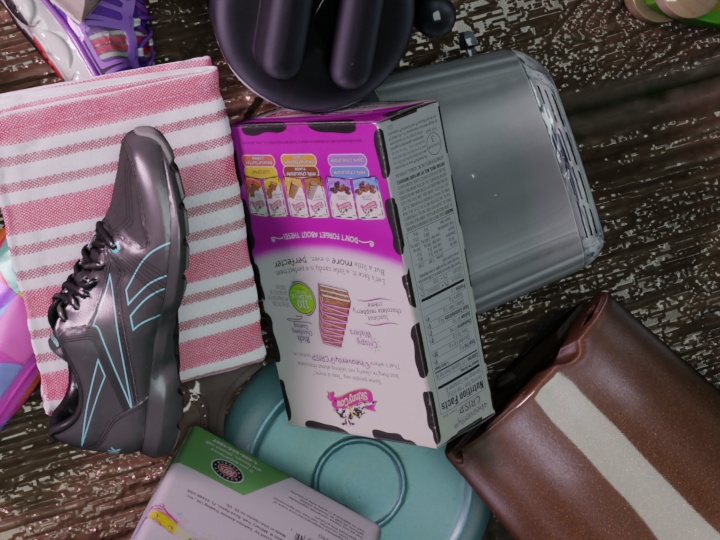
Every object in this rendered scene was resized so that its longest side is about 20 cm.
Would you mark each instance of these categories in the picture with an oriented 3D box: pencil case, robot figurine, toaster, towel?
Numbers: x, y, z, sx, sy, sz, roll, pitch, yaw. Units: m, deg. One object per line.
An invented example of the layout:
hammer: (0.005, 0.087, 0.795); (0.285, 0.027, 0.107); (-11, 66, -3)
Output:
pencil case: (-0.236, 0.047, 1.022); (0.088, 0.088, 0.200); (38, 91, -8)
robot figurine: (-0.034, -0.172, 0.978); (0.125, 0.200, 0.150); (-41, 111, 7)
toaster: (0.074, -0.050, 1.045); (0.128, 0.114, 0.202); (-20, 94, -8)
towel: (-0.142, -0.021, 0.981); (0.145, 0.030, 0.202); (-12, 106, -12)

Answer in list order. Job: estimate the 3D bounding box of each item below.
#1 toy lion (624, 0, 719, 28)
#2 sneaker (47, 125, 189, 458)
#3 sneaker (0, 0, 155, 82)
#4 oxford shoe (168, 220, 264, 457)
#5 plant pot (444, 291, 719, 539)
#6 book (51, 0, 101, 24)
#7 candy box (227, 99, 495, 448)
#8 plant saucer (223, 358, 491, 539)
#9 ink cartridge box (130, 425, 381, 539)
toy lion: (0.281, -0.265, 1.089); (0.190, 0.069, 0.202); (2, 93, -15)
sneaker: (-0.142, 0.016, 0.935); (0.079, 0.075, 0.202); (1, 103, -14)
sneaker: (-0.157, -0.141, 1.028); (0.083, 0.081, 0.201); (-35, 97, -10)
oxford shoe: (-0.095, 0.028, 1.055); (0.072, 0.071, 0.202); (15, 100, -18)
plant pot: (0.174, 0.134, 1.035); (0.200, 0.200, 0.198); (-44, 91, -3)
book: (-0.162, -0.274, 1.004); (0.133, 0.048, 0.200); (39, 70, -2)
candy box: (0.000, 0.000, 0.982); (0.061, 0.136, 0.202); (-23, 109, -41)
plant saucer: (-0.002, 0.144, 1.089); (0.198, 0.027, 0.202); (0, 93, -8)
ink cartridge box: (-0.081, 0.207, 0.966); (0.144, 0.200, 0.084); (29, 119, -5)
